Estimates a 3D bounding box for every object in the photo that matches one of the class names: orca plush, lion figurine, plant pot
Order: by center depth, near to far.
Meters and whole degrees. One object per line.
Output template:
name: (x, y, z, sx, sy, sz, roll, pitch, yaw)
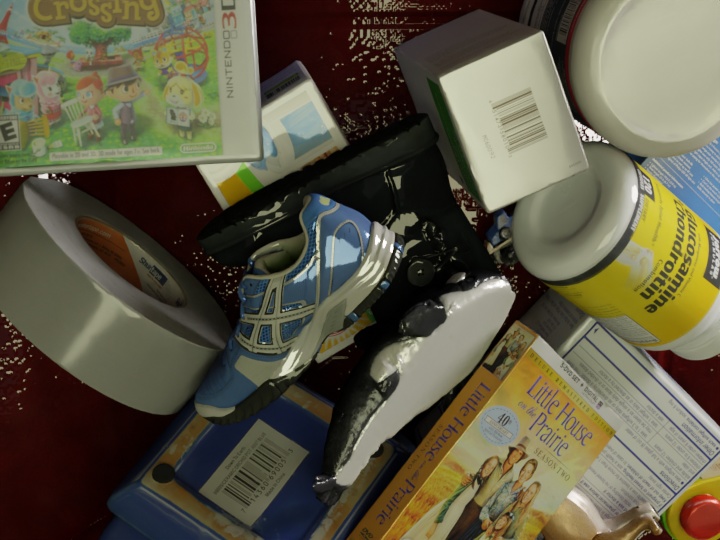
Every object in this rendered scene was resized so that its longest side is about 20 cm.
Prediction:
orca plush: (0.022, 0.072, 0.873, 0.105, 0.071, 0.201, 33, 89, -46)
plant pot: (-0.080, 0.194, 0.951, 0.199, 0.200, 0.181, 31, 141, 13)
lion figurine: (0.167, 0.200, 1.012, 0.122, 0.072, 0.201, -34, 94, 12)

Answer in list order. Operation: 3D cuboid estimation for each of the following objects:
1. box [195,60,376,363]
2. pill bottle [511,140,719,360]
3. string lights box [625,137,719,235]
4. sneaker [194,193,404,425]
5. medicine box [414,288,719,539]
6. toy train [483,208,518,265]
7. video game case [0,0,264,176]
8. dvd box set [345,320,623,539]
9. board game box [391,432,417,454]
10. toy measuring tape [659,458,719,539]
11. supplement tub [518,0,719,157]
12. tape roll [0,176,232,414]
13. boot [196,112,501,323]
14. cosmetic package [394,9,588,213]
box: (-0.041, -0.047, 0.990, 0.112, 0.101, 0.201, -31, 108, 2)
pill bottle: (0.215, -0.007, 0.956, 0.199, 0.112, 0.112, 31, 102, -36)
string lights box: (0.266, -0.070, 1.047, 0.102, 0.059, 0.200, 39, 98, -17)
sneaker: (-0.057, 0.027, 0.858, 0.077, 0.076, 0.200, 36, 112, -15)
medicine box: (0.180, 0.145, 1.078, 0.182, 0.103, 0.200, 42, 98, -17)
toy train: (0.079, 0.001, 1.059, 0.199, 0.034, 0.046, -34, 96, 4)
video game case: (-0.174, -0.166, 0.897, 0.197, 0.022, 0.185, -3, 94, 0)
dvd box set: (0.095, 0.153, 0.902, 0.201, 0.029, 0.146, -51, 132, -3)
board game box: (0.075, 0.229, 1.032, 0.200, 0.136, 0.035, 42, 64, 17)
toy measuring tape: (0.342, 0.208, 1.138, 0.197, 0.074, 0.075, -12, 108, -3)
supplement tub: (0.202, -0.172, 0.932, 0.138, 0.200, 0.142, -2, 108, -6)
tape roll: (-0.192, 0.017, 0.939, 0.200, 0.201, 0.066, 39, 99, -17)
boot: (0.000, 0.000, 0.916, 0.198, 0.076, 0.170, -27, 105, -7)
cosmetic package: (0.093, -0.126, 0.932, 0.084, 0.200, 0.109, -23, 106, -1)
